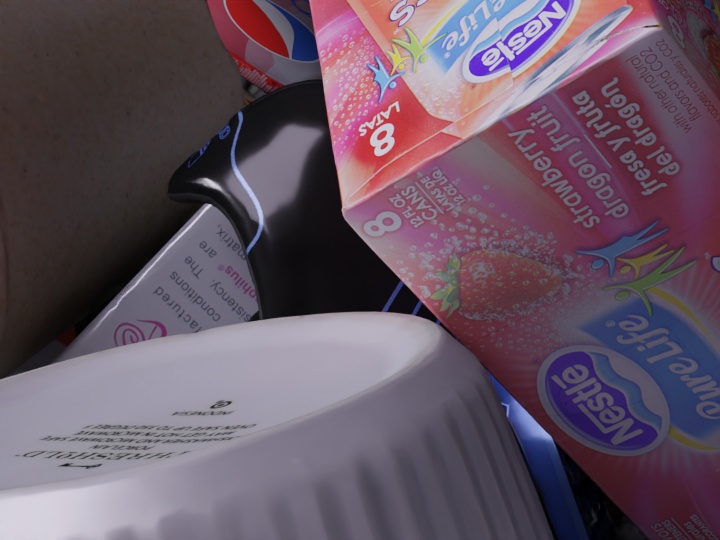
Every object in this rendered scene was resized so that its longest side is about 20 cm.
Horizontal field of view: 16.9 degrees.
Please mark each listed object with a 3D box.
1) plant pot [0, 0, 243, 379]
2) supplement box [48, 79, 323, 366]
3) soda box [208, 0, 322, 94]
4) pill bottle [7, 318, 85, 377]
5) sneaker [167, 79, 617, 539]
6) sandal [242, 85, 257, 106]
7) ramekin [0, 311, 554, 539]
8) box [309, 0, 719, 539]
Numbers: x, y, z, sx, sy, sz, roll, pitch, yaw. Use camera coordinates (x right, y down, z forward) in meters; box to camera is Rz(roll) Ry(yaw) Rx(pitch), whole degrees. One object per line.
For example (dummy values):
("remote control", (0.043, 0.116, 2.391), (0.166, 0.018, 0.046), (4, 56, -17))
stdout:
("plant pot", (-0.143, -0.041, 0.806), (0.200, 0.201, 0.183), (-8, 14, 41))
("supplement box", (0.000, 0.000, 0.785), (0.200, 0.101, 0.103), (-46, 1, 0))
("soda box", (-0.009, -0.127, 0.902), (0.070, 0.063, 0.200), (-61, 9, -18))
("pill bottle", (-0.163, 0.001, 0.947), (0.112, 0.112, 0.201), (-22, 59, 30))
("sneaker", (0.015, 0.040, 0.706), (0.078, 0.201, 0.070), (-25, -3, 10))
("sandal", (-0.073, -0.047, 0.970), (0.080, 0.054, 0.200), (-49, 35, -3))
("ramekin", (-0.045, 0.075, 0.598), (0.201, 0.095, 0.202), (-11, 9, 2))
("box", (0.081, -0.011, 0.659), (0.094, 0.200, 0.103), (-30, 40, 18))
